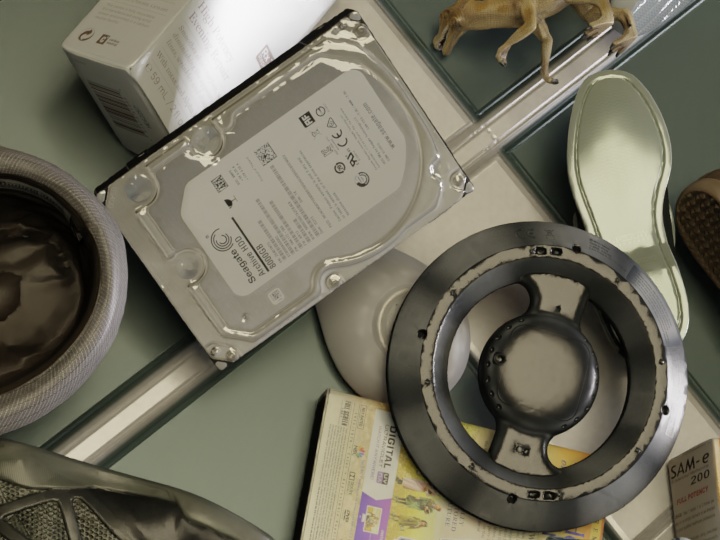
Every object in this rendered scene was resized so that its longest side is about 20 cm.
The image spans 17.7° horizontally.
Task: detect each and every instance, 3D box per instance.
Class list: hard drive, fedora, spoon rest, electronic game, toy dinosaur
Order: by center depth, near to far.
[{"bbox_3d":[-0.241,0.019,1.405,0.200,0.090,0.177,-34,84,-15],"label":"fedora"},{"bbox_3d":[-0.047,-0.051,1.440,0.200,0.038,0.140,-34,103,-2],"label":"hard drive"},{"bbox_3d":[0.114,0.068,1.486,0.199,0.042,0.201,2,81,-9],"label":"electronic game"},{"bbox_3d":[0.000,0.000,1.509,0.099,0.061,0.201,-35,99,-21],"label":"spoon rest"},{"bbox_3d":[0.143,-0.194,1.561,0.199,0.058,0.101,-30,66,-1],"label":"toy dinosaur"}]

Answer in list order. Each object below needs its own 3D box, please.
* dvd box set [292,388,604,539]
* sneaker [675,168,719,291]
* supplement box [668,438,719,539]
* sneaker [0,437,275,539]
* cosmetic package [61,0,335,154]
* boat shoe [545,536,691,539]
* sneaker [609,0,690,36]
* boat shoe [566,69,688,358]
[{"bbox_3d":[0.057,0.169,1.481,0.199,0.029,0.147,14,70,-11],"label":"dvd box set"},{"bbox_3d":[0.290,0.019,1.576,0.075,0.070,0.201,-28,93,-43],"label":"sneaker"},{"bbox_3d":[0.281,0.213,1.511,0.125,0.074,0.201,0,73,-17],"label":"supplement box"},{"bbox_3d":[-0.153,0.179,1.394,0.198,0.076,0.115,15,72,-8],"label":"sneaker"},{"bbox_3d":[-0.092,-0.172,1.494,0.074,0.102,0.200,21,63,38],"label":"cosmetic package"},{"bbox_3d":[0.155,0.192,1.434,0.091,0.200,0.071,23,98,10],"label":"boat shoe"},{"bbox_3d":[0.225,-0.248,1.646,0.071,0.073,0.200,31,66,23],"label":"sneaker"},{"bbox_3d":[0.176,-0.034,1.562,0.075,0.060,0.201,-3,77,-3],"label":"boat shoe"}]
